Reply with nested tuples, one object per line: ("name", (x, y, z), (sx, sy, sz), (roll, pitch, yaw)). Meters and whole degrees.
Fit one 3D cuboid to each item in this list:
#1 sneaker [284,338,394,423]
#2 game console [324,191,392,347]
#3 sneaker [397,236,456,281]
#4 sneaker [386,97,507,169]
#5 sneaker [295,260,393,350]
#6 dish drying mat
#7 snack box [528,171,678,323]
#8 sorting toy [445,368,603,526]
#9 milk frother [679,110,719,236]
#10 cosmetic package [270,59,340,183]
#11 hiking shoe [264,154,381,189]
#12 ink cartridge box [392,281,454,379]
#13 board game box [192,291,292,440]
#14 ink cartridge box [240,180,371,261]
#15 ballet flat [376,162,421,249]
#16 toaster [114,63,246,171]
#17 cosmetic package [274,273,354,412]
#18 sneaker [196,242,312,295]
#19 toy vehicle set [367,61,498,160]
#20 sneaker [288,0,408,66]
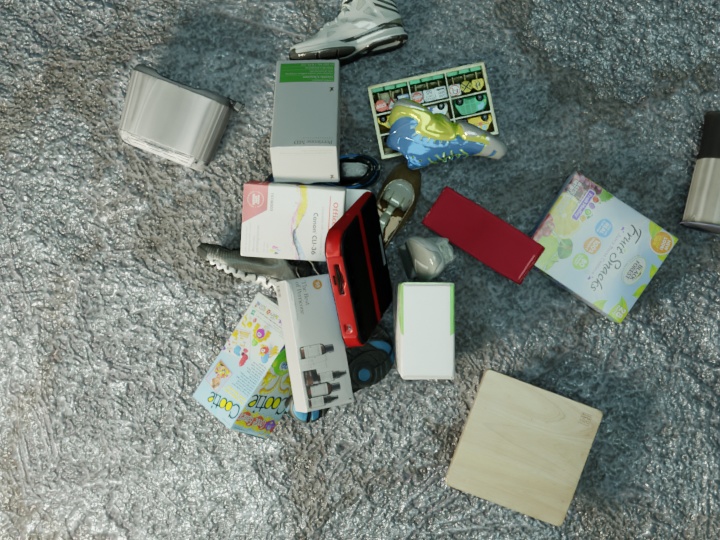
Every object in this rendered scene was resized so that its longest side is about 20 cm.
("sneaker", (-0.038, 0.171, 1.543), (0.200, 0.082, 0.073), (-29, 96, -21))
("game console", (0.000, 0.000, 1.484), (0.031, 0.177, 0.200), (0, 118, 20))
("sneaker", (0.112, -0.027, 1.520), (0.080, 0.200, 0.070), (-18, 93, -5))
("sneaker", (0.133, -0.200, 1.564), (0.200, 0.076, 0.105), (24, 102, 8))
("sneaker", (-0.024, 0.066, 1.579), (0.060, 0.104, 0.200), (-41, 128, 8))
("dish drying mat", (0.199, -0.058, 1.573), (0.200, 0.018, 0.077), (35, 92, 24))
("snack box", (0.385, -0.038, 1.578), (0.200, 0.068, 0.169), (33, 92, 1))
("sorting toy", (0.263, 0.285, 1.576), (0.200, 0.070, 0.199), (20, 90, 1))
("milk frother", (0.625, -0.147, 1.510), (0.180, 0.200, 0.188), (12, 90, -3))
("cosmetic package", (-0.085, -0.239, 1.535), (0.107, 0.085, 0.200), (-2, 52, 0))
("hiking shoe", (-0.066, -0.159, 1.579), (0.200, 0.087, 0.074), (-13, 89, 1))
("ink cartridge box", (0.097, 0.090, 1.517), (0.084, 0.200, 0.146), (0, 90, -1))
("board game box", (-0.157, 0.155, 1.552), (0.105, 0.103, 0.200), (33, 90, 36))
("ink cartridge box", (-0.084, -0.077, 1.521), (0.200, 0.067, 0.117), (3, 99, 0))
("ballet flat", (0.042, -0.089, 1.583), (0.068, 0.072, 0.200), (32, 90, 1))
("toaster", (-0.298, -0.245, 1.575), (0.200, 0.114, 0.129), (21, 94, -1))
("cosmetic package", (-0.069, 0.109, 1.463), (0.082, 0.051, 0.200), (-9, 89, -27))
("sneaker", (-0.169, -0.019, 1.593), (0.200, 0.066, 0.091), (22, 87, -2))
("toy vehicle set", (0.120, -0.265, 1.606), (0.200, 0.027, 0.124), (-12, 89, 1))
("sneaker", (-0.031, -0.408, 1.598), (0.200, 0.076, 0.115), (-15, 80, -7))
